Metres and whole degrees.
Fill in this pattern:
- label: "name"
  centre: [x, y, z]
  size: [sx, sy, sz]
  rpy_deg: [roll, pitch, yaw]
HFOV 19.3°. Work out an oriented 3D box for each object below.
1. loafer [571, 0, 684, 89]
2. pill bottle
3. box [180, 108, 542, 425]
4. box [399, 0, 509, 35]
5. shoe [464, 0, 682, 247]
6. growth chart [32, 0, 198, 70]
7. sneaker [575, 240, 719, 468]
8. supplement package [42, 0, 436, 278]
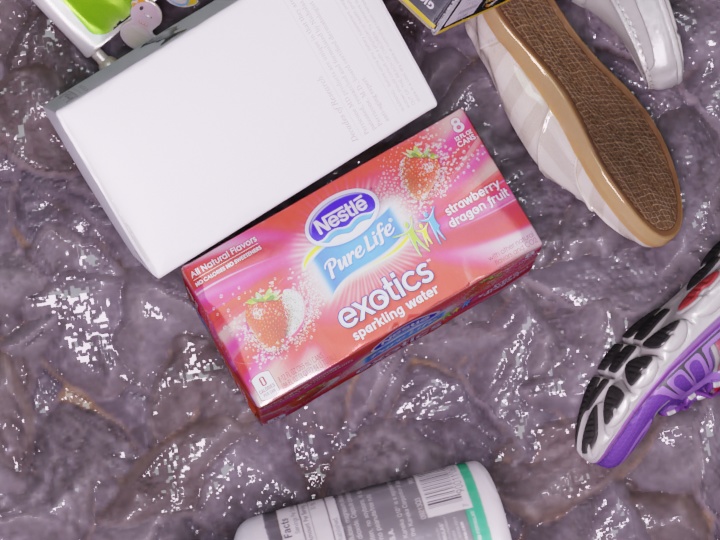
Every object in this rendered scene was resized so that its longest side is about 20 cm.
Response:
- label: "loafer"
  centre: [0.142, -0.198, 1.345]
  size: [0.069, 0.070, 0.201]
  rpy_deg: [-26, 73, 0]
- label: "pill bottle"
  centre: [-0.009, 0.189, 1.243]
  size: [0.198, 0.113, 0.114]
  rpy_deg: [-14, 80, -3]
- label: "box"
  centre: [0.000, 0.000, 1.287]
  size: [0.199, 0.096, 0.100]
  rpy_deg: [-29, 80, -6]
- label: "box"
  centre: [0.020, -0.238, 1.265]
  size: [0.200, 0.159, 0.049]
  rpy_deg: [44, 124, 9]
- label: "shoe"
  centre: [0.133, -0.097, 1.336]
  size: [0.070, 0.053, 0.201]
  rpy_deg: [-29, 84, -40]
- label: "growth chart"
  centre: [-0.146, -0.223, 1.298]
  size: [0.144, 0.018, 0.200]
  rpy_deg: [39, 121, -5]
- label: "sneaker"
  centre: [0.215, 0.053, 1.295]
  size: [0.200, 0.081, 0.084]
  rpy_deg: [-43, 99, -3]
- label: "supplement package"
  centre: [-0.076, -0.100, 1.279]
  size: [0.199, 0.117, 0.118]
  rpy_deg: [-32, 103, -8]
